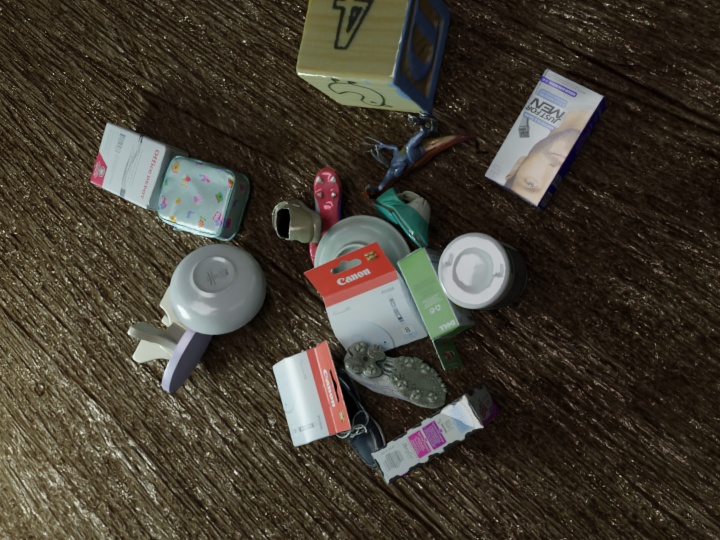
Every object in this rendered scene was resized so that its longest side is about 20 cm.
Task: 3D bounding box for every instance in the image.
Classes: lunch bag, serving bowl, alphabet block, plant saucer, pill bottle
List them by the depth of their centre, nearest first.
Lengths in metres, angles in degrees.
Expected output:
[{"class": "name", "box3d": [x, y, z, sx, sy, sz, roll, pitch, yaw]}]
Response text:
[{"class": "pill bottle", "box3d": [0.206, 0.005, 1.018, 0.111, 0.199, 0.116, -2, 86, 26]}, {"class": "alphabet block", "box3d": [0.028, -0.411, 1.136, 0.197, 0.195, 0.200, 13, 91, 27]}, {"class": "plant saucer", "box3d": [0.000, 0.000, 1.176, 0.196, 0.050, 0.204, 3, 99, 16]}, {"class": "serving bowl", "box3d": [-0.291, 0.024, 1.276, 0.196, 0.066, 0.203, 2, 59, -3]}, {"class": "lunch bag", "box3d": [-0.341, -0.153, 1.365, 0.197, 0.077, 0.163, 18, 96, 26]}]

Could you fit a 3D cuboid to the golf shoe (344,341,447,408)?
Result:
[{"class": "golf shoe", "box3d": [0.062, 0.198, 1.158, 0.197, 0.098, 0.079, 26, 61, 6]}]

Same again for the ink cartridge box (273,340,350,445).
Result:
[{"class": "ink cartridge box", "box3d": [-0.094, 0.232, 1.172, 0.200, 0.047, 0.163, -38, 66, 59]}]

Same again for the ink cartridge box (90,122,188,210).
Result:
[{"class": "ink cartridge box", "box3d": [-0.506, -0.236, 1.446, 0.198, 0.083, 0.148, 24, 97, 25]}]

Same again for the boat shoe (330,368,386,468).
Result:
[{"class": "boat shoe", "box3d": [-0.014, 0.279, 1.186, 0.074, 0.062, 0.203, -28, 76, 20]}]

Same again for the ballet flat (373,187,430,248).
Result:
[{"class": "ballet flat", "box3d": [0.084, -0.105, 1.116, 0.070, 0.067, 0.200, -43, 30, 1]}]

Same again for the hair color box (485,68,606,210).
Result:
[{"class": "hair color box", "box3d": [0.309, -0.217, 1.057, 0.109, 0.065, 0.202, 34, 103, 23]}]

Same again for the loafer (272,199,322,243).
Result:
[{"class": "loafer", "box3d": [-0.137, -0.098, 1.221, 0.199, 0.067, 0.077, 20, 107, 61]}]

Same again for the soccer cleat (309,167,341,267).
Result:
[{"class": "soccer cleat", "box3d": [-0.064, -0.100, 1.240, 0.065, 0.077, 0.204, 3, 106, 6]}]

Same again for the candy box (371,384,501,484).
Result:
[{"class": "candy box", "box3d": [0.131, 0.277, 1.074, 0.199, 0.136, 0.062, -38, 74, 20]}]

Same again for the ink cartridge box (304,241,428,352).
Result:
[{"class": "ink cartridge box", "box3d": [0.010, 0.062, 1.131, 0.158, 0.048, 0.201, -21, 122, 23]}]

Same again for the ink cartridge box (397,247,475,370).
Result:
[{"class": "ink cartridge box", "box3d": [0.144, 0.064, 1.098, 0.059, 0.103, 0.203, -28, 75, 21]}]

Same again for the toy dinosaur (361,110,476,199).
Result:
[{"class": "toy dinosaur", "box3d": [0.081, -0.196, 1.158, 0.197, 0.105, 0.184, 26, 122, 9]}]

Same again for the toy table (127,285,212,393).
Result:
[{"class": "toy table", "box3d": [-0.395, 0.141, 1.329, 0.116, 0.184, 0.202, 32, 89, 8]}]
